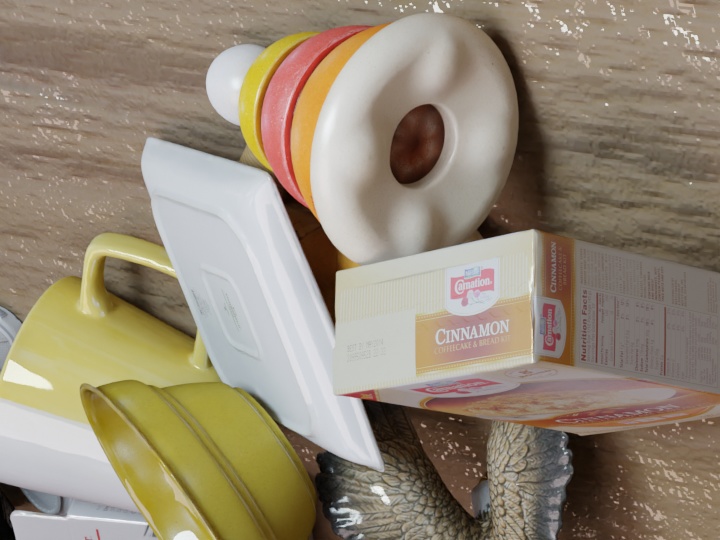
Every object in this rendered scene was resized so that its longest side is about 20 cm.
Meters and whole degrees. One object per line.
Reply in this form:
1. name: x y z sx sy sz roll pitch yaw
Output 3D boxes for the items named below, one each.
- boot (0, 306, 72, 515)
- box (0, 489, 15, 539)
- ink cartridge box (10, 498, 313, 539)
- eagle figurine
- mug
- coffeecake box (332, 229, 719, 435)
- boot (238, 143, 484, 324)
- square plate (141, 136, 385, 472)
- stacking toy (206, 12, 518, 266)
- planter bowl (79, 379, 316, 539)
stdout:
1. boot: -0.271 0.126 1.912 0.073 0.096 0.200 9 133 35
2. box: -0.320 0.153 1.934 0.193 0.047 0.200 54 180 -19
3. ink cartridge box: -0.137 0.194 1.843 0.200 0.067 0.116 5 134 12
4. eagle figurine: 0.077 0.160 1.628 0.151 0.152 0.200 25 150 54
5. mug: -0.153 0.088 1.739 0.153 0.150 0.187 20 151 13
6. coffeecake box: 0.109 0.038 1.423 0.200 0.073 0.153 12 164 -41
7. boot: -0.001 0.000 1.585 0.201 0.071 0.144 37 149 15
8. square plate: -0.068 0.022 1.589 0.198 0.028 0.200 19 133 62
9. stacking toy: -0.022 -0.093 1.475 0.200 0.146 0.146 24 143 45
10. planter bowl: -0.085 0.132 1.613 0.200 0.083 0.200 50 164 21
